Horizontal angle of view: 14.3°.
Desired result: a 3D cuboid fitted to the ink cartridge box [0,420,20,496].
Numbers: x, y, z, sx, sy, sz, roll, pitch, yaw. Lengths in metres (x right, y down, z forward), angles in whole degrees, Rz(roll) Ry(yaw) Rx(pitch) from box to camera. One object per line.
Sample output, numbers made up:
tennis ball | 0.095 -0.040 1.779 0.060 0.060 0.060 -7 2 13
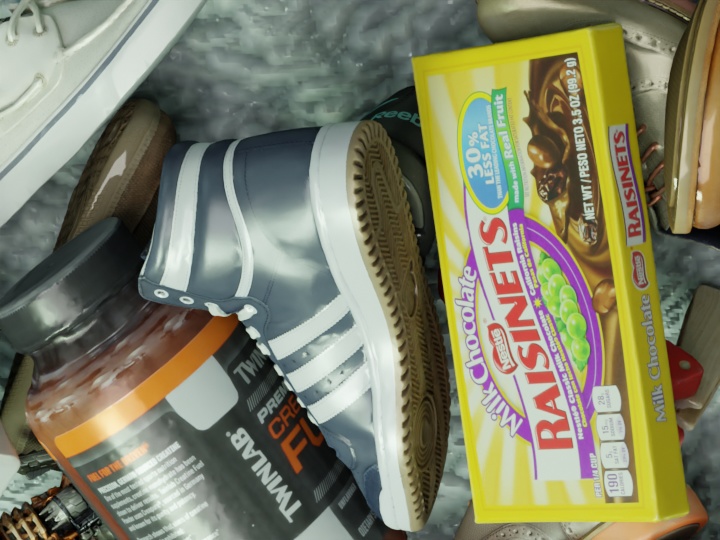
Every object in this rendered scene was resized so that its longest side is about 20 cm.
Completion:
ink cartridge box | -0.253 0.065 1.321 0.085 0.200 0.145 11 123 -39

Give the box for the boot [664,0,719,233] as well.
boot | 0.209 -0.091 1.156 0.155 0.200 0.077 17 160 1

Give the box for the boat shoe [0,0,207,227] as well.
boat shoe | -0.142 -0.091 1.299 0.070 0.071 0.200 44 123 -8

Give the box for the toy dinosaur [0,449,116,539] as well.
toy dinosaur | -0.103 0.141 1.342 0.200 0.102 0.136 -11 94 6

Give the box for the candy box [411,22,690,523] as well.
candy box | 0.076 0.004 1.182 0.102 0.026 0.200 -6 93 47

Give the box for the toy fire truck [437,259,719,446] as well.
toy fire truck | 0.139 0.043 1.252 0.200 0.141 0.049 54 144 33

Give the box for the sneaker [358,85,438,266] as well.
sneaker | 0.000 0.000 1.295 0.075 0.079 0.200 25 135 -1

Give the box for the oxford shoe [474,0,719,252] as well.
oxford shoe | 0.129 -0.061 1.205 0.200 0.074 0.071 31 147 -8

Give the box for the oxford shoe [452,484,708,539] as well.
oxford shoe | 0.070 0.133 1.340 0.200 0.071 0.073 -36 71 28

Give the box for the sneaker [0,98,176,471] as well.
sneaker | -0.109 0.011 1.340 0.075 0.070 0.200 18 122 -11

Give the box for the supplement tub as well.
supplement tub | -0.075 0.075 1.267 0.107 0.107 0.200 -31 103 25

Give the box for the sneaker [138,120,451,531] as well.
sneaker | -0.028 0.025 1.222 0.108 0.070 0.200 -1 124 18
